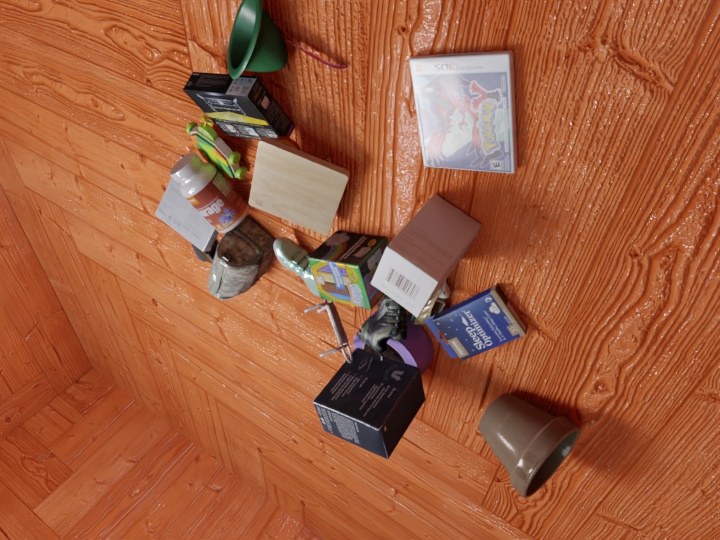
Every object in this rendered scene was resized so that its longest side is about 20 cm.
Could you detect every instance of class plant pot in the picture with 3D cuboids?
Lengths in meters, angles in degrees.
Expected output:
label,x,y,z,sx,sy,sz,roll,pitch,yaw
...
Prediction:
label,x,y,z,sx,sy,sz,roll,pitch,yaw
plant pot,0.368,0.380,1.209,0.174,0.199,0.202,37,144,35

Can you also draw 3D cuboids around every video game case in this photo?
label,x,y,z,sx,sy,sz,roll,pitch,yaw
video game case,0.178,-0.269,0.914,0.180,0.023,0.202,12,131,34

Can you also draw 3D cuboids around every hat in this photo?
label,x,y,z,sx,sy,sz,roll,pitch,yaw
hat,-0.155,-0.435,1.060,0.166,0.174,0.202,-48,44,40

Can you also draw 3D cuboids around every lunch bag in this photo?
label,x,y,z,sx,sy,sz,roll,pitch,yaw
lunch bag,-0.346,-0.022,1.483,0.139,0.168,0.200,41,142,5

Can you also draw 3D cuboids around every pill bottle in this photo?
label,x,y,z,sx,sy,sz,roll,pitch,yaw
pill bottle,-0.392,-0.203,1.372,0.111,0.113,0.200,-3,138,43

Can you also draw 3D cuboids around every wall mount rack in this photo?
label,x,y,z,sx,sy,sz,roll,pitch,yaw
wall mount rack,-0.080,0.147,1.349,0.074,0.174,0.202,-21,83,8

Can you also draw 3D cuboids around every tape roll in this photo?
label,x,y,z,sx,sy,sz,roll,pitch,yaw
tape roll,0.084,0.204,1.369,0.198,0.085,0.202,24,136,25

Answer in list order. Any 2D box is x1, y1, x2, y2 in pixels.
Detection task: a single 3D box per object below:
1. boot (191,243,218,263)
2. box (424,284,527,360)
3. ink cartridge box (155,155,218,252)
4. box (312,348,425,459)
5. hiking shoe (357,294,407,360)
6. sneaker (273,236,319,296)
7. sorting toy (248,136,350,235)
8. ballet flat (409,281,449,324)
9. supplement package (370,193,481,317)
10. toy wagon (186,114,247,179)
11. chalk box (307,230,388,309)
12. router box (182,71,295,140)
label,x,y,z,sx,sy,sz,roll,pitch,yaw
boot,-0.504,-0.101,1.629,0.096,0.075,0.202,-2,124,39
box,0.245,0.124,1.155,0.199,0.032,0.122,-31,102,35
ink cartridge box,-0.470,-0.190,1.512,0.195,0.043,0.201,36,106,12
box,0.025,0.320,1.298,0.198,0.197,0.119,12,132,34
hiking shoe,0.086,0.112,1.240,0.101,0.075,0.201,44,110,21
sneaker,-0.129,-0.020,1.364,0.201,0.074,0.118,47,149,-18
sorting toy,-0.134,-0.198,1.179,0.198,0.070,0.200,22,141,-4
ballet flat,0.165,0.053,1.193,0.064,0.071,0.201,11,140,-3
supplement package,0.128,-0.032,1.026,0.116,0.200,0.118,35,140,11
toy wagon,-0.361,-0.304,1.300,0.154,0.040,0.200,35,165,12
chalk box,0.000,0.000,1.230,0.198,0.125,0.125,12,131,36
router box,-0.263,-0.354,1.153,0.198,0.053,0.157,17,164,30
